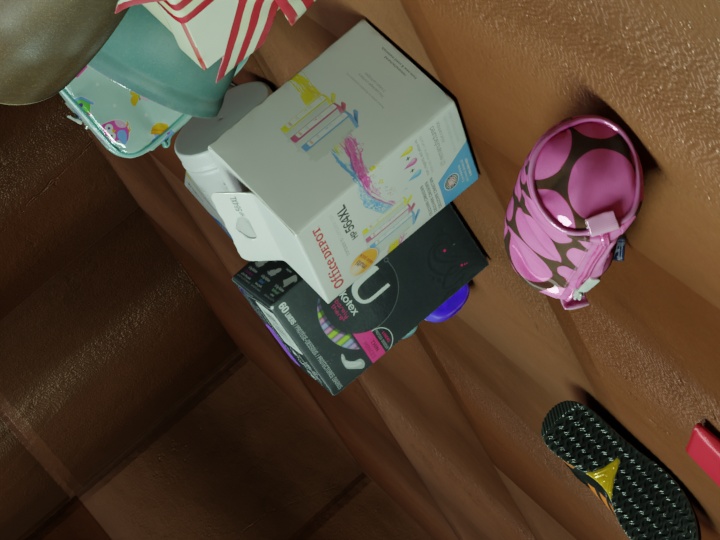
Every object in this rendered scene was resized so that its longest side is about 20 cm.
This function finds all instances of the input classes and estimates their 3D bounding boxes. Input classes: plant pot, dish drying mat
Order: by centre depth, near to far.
[{"bbox_3d":[-0.257,-0.259,1.642,0.187,0.187,0.200,52,141,-13],"label":"plant pot"},{"bbox_3d":[0.348,0.209,1.646,0.200,0.018,0.077,48,169,17],"label":"dish drying mat"},{"bbox_3d":[-0.189,-0.254,1.853,0.200,0.135,0.200,29,-164,-9],"label":"plant pot"}]

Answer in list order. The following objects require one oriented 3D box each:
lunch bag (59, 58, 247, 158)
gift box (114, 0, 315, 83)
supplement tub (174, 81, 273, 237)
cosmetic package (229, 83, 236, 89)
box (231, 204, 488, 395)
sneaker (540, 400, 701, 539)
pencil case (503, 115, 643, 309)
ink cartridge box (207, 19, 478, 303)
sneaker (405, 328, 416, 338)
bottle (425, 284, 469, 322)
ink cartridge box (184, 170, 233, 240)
[{"bbox_3d":[-0.223,-0.218,2.055,0.161,0.200,0.077,50,173,-15],"label":"lunch bag"},{"bbox_3d":[-0.123,-0.265,1.451,0.187,0.200,0.185,43,174,28],"label":"gift box"},{"bbox_3d":[-0.100,-0.094,2.185,0.200,0.132,0.132,56,169,-28],"label":"supplement tub"},{"bbox_3d":[-0.124,-0.124,2.357,0.103,0.073,0.200,38,166,51],"label":"cosmetic package"},{"bbox_3d":[0.000,0.000,1.874,0.122,0.200,0.106,54,169,-28],"label":"box"},{"bbox_3d":[0.263,0.208,1.921,0.200,0.070,0.090,46,-175,23],"label":"sneaker"},{"bbox_3d":[0.151,-0.038,1.388,0.200,0.090,0.094,82,-179,-76],"label":"pencil case"},{"bbox_3d":[-0.022,-0.082,1.657,0.125,0.200,0.129,44,170,29],"label":"ink cartridge box"},{"bbox_3d":[0.001,0.002,2.308,0.200,0.074,0.082,44,165,-18],"label":"sneaker"},{"bbox_3d":[0.053,0.009,2.078,0.084,0.065,0.200,50,171,-11],"label":"bottle"},{"bbox_3d":[-0.176,-0.111,2.656,0.116,0.067,0.200,49,171,1],"label":"ink cartridge box"}]
